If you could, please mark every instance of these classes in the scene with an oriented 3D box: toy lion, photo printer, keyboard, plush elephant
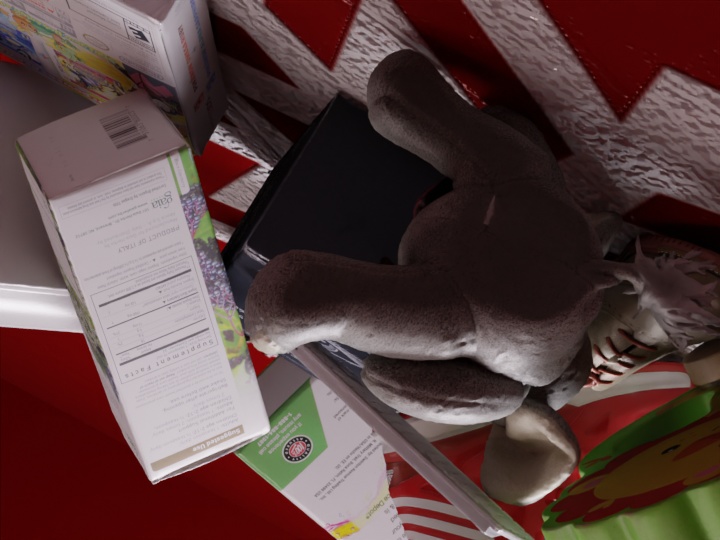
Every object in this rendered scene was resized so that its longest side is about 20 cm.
[{"bbox_3d":[0.161,0.084,0.713,0.069,0.191,0.200,63,163,0],"label":"toy lion"},{"bbox_3d":[-0.190,-0.043,0.956,0.200,0.167,0.069,9,150,-46],"label":"photo printer"},{"bbox_3d":[0.016,0.078,0.804,0.200,0.011,0.056,41,-172,36],"label":"keyboard"},{"bbox_3d":[0.059,0.018,0.742,0.199,0.165,0.155,18,152,4],"label":"plush elephant"}]

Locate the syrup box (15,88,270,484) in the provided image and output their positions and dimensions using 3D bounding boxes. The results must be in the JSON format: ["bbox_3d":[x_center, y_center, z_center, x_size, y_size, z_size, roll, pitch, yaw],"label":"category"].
[{"bbox_3d":[-0.119,0.012,0.870,0.079,0.081,0.201,49,158,52],"label":"syrup box"}]

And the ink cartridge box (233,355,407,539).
[{"bbox_3d":[0.026,0.126,1.123,0.200,0.145,0.084,43,-170,-20],"label":"ink cartridge box"}]

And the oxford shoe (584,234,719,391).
[{"bbox_3d":[0.143,0.032,0.808,0.070,0.075,0.200,34,164,-12],"label":"oxford shoe"}]

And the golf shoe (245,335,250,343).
[{"bbox_3d":[-0.036,0.032,1.190,0.199,0.073,0.092,21,-160,6],"label":"golf shoe"}]

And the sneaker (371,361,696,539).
[{"bbox_3d":[0.111,0.122,0.915,0.199,0.116,0.078,-11,175,-10],"label":"sneaker"}]

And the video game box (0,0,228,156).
[{"bbox_3d":[-0.172,-0.154,0.859,0.199,0.047,0.182,28,163,8],"label":"video game box"}]

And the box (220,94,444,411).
[{"bbox_3d":[0.000,0.000,0.917,0.148,0.105,0.200,33,164,-8],"label":"box"}]
